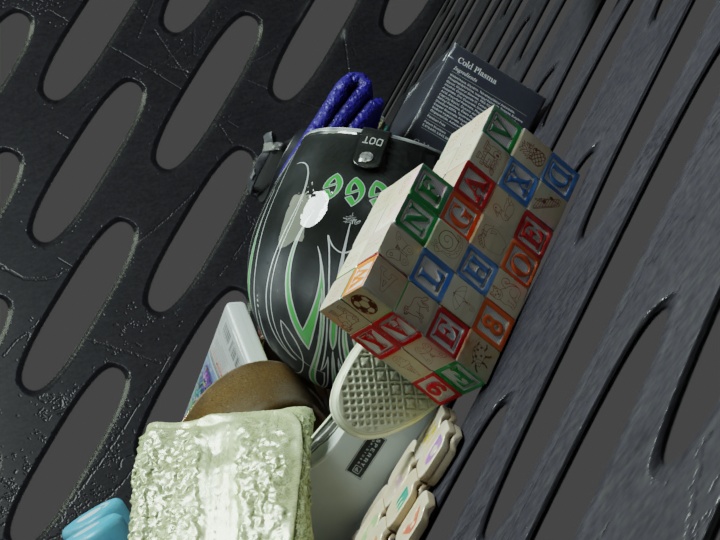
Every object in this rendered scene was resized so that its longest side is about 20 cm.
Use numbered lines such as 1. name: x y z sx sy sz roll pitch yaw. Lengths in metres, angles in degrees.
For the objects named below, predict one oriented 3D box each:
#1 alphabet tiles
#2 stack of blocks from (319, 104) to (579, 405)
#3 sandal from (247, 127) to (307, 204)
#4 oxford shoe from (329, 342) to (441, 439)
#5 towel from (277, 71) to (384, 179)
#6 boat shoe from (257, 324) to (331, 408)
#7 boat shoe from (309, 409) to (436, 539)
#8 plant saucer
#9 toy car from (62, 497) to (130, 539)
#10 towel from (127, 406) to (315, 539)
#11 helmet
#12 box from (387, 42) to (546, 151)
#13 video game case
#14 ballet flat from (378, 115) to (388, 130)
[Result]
1. alphabet tiles: 0.011 0.186 1.332 0.201 0.015 0.196 -58 6 7
2. stack of blocks: 0.066 -0.021 1.369 0.059 0.115 0.201 -31 25 53
3. sandal: -0.086 -0.097 1.822 0.076 0.043 0.200 -62 9 -9
4. oxford shoe: 0.041 0.053 1.398 0.200 0.075 0.058 -50 11 -35
5. towel: -0.033 -0.080 1.753 0.148 0.049 0.200 -59 -6 -21
6. boat shoe: -0.058 0.111 1.810 0.200 0.072 0.072 74 -151 -59
7. boat shoe: -0.009 0.147 1.464 0.200 0.071 0.064 -50 8 9
8. plant saucer: -0.076 0.174 1.533 0.035 0.200 0.201 12 64 40
9. toy car: -0.123 0.253 1.616 0.199 0.185 0.177 -31 4 -5
10. towel: -0.103 0.187 1.394 0.037 0.147 0.201 63 -160 -49
11. helmet: 0.000 0.000 1.532 0.200 0.199 0.192 141 143 -74
12. box: 0.069 -0.094 1.831 0.183 0.104 0.200 -62 6 -10
13. video game case: -0.109 0.163 1.765 0.201 0.024 0.183 65 146 37
14. ballet flat: -0.047 -0.077 1.900 0.201 0.072 0.072 -61 6 -7
